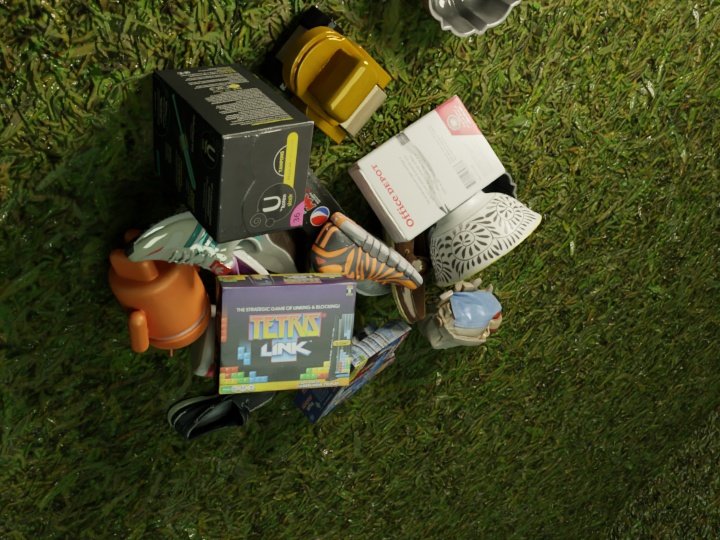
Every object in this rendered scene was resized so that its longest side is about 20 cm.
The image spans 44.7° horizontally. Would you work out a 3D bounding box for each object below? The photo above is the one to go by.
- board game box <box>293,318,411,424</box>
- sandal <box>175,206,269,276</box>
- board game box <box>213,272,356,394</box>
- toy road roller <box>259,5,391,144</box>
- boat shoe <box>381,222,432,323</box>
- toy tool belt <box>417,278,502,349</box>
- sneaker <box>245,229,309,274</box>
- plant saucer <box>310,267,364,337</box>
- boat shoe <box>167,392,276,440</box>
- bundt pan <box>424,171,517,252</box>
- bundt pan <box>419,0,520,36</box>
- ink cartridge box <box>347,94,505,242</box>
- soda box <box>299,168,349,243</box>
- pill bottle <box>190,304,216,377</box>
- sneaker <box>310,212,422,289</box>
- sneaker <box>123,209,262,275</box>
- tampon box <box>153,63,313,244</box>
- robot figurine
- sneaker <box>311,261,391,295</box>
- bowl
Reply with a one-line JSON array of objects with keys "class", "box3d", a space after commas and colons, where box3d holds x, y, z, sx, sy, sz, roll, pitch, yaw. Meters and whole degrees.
[{"class": "board game box", "box3d": [0.000, 0.156, 1.544, 0.200, 0.062, 0.200, -31, 162, -42]}, {"class": "sandal", "box3d": [-0.207, -0.017, 1.279, 0.203, 0.082, 0.050, 47, 64, -36]}, {"class": "board game box", "box3d": [-0.111, 0.091, 1.281, 0.200, 0.057, 0.166, -2, 109, -18]}, {"class": "toy road roller", "box3d": [-0.027, -0.249, 1.195, 0.123, 0.146, 0.200, -50, 139, 5]}, {"class": "boat shoe", "box3d": [0.086, -0.010, 1.451, 0.072, 0.067, 0.201, -25, 107, -64]}, {"class": "toy tool belt", "box3d": [0.211, 0.075, 1.673, 0.200, 0.125, 0.123, -9, 136, -35]}, {"class": "sneaker", "box3d": [-0.141, -0.035, 1.349, 0.084, 0.073, 0.200, -7, 154, 17]}, {"class": "plant saucer", "box3d": [-0.090, 0.110, 1.505, 0.200, 0.048, 0.200, -41, 138, -6]}, {"class": "boat shoe", "box3d": [-0.222, 0.238, 1.482, 0.199, 0.066, 0.075, -10, 130, -33]}, {"class": "bundt pan", "box3d": [0.175, -0.105, 1.531, 0.202, 0.076, 0.202, -21, 133, -25]}, {"class": "bundt pan", "box3d": [0.151, -0.439, 1.233, 0.202, 0.076, 0.202, -22, 133, -25]}, {"class": "ink cartridge box", "box3d": [0.101, -0.156, 1.375, 0.200, 0.083, 0.145, -35, 97, -11]}, {"class": "soda box", "box3d": [-0.093, -0.116, 1.310, 0.071, 0.063, 0.200, -43, 139, -3]}, {"class": "pill bottle", "box3d": [-0.156, 0.120, 1.367, 0.200, 0.111, 0.111, 10, 117, -21]}, {"class": "sneaker", "box3d": [0.000, 0.000, 1.365, 0.200, 0.078, 0.112, 33, 97, -29]}, {"class": "sneaker", "box3d": [-0.211, -0.033, 1.157, 0.200, 0.094, 0.070, -25, 179, -43]}, {"class": "tampon box", "box3d": [-0.166, -0.155, 1.114, 0.126, 0.200, 0.150, -15, 131, -31]}, {"class": "robot figurine", "box3d": [-0.281, 0.033, 1.233, 0.116, 0.144, 0.200, -19, 136, -2]}, {"class": "sneaker", "box3d": [0.014, 0.000, 1.460, 0.200, 0.082, 0.075, 9, 80, -43]}, {"class": "bowl", "box3d": [0.181, -0.069, 1.408, 0.201, 0.201, 0.094, -36, 98, -11]}]
